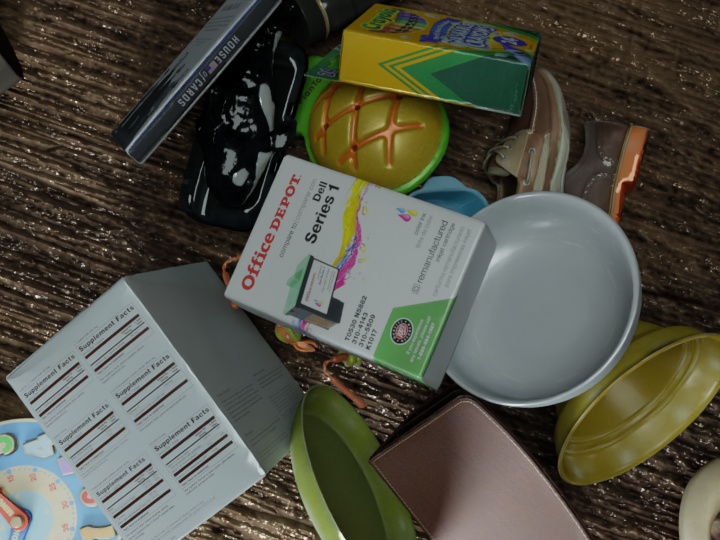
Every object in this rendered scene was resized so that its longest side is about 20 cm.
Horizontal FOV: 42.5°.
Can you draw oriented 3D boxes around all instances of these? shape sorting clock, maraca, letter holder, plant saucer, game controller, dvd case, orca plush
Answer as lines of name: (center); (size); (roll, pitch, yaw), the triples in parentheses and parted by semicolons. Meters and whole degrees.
shape sorting clock: (-0.338, 0.249, 0.930); (0.200, 0.039, 0.200); (0, 87, 1)
maraca: (0.000, -0.148, 0.921); (0.200, 0.107, 0.137); (39, 85, 29)
letter holder: (0.134, 0.202, 0.867); (0.142, 0.101, 0.200); (-41, 87, 32)
plant saucer: (-0.009, 0.200, 0.837); (0.031, 0.200, 0.200); (-30, 87, 14)
game controller: (-0.119, -0.141, 0.940); (0.104, 0.042, 0.200); (15, 87, 19)
dvd case: (-0.165, -0.194, 0.902); (0.025, 0.150, 0.200); (42, 88, -24)
orca plush: (-0.111, -0.164, 0.881); (0.105, 0.071, 0.200); (27, 91, 20)

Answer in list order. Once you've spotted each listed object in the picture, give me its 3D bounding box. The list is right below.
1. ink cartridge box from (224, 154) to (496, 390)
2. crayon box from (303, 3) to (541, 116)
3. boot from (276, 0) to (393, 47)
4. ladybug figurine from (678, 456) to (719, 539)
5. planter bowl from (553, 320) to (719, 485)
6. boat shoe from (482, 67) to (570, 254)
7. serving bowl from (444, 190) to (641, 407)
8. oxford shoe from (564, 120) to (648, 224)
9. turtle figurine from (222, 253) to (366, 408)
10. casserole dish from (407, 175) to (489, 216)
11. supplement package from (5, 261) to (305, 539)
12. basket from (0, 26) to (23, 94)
ink cartridge box: (0.000, 0.000, 0.830); (0.200, 0.084, 0.145); (21, 83, 20)
crayon box: (0.061, -0.202, 0.864); (0.200, 0.126, 0.052); (12, 119, 9)
boot: (-0.045, -0.334, 0.957); (0.138, 0.077, 0.200); (-27, 80, -18)
ladybug figurine: (0.380, 0.275, 0.904); (0.136, 0.072, 0.200); (-18, 86, -1)
planter bowl: (0.248, 0.108, 0.888); (0.200, 0.200, 0.083); (-36, 52, -1)
boat shoe: (0.162, -0.106, 0.920); (0.072, 0.076, 0.200); (2, 81, -12)
serving bowl: (0.161, 0.031, 0.841); (0.200, 0.066, 0.200); (-13, 64, 28)
oxford shoe: (0.228, -0.056, 0.935); (0.073, 0.071, 0.200); (17, 80, 17)
turtle figurine: (-0.026, 0.027, 0.927); (0.161, 0.064, 0.200); (-43, 79, -9)
casserole dish: (0.084, 0.008, 0.918); (0.121, 0.039, 0.200); (-6, 87, -35)
supplement package: (-0.168, 0.119, 0.849); (0.147, 0.191, 0.200); (-38, 86, 12)
basket: (-0.453, -0.197, 0.914); (0.200, 0.136, 0.180); (-29, 91, -5)
